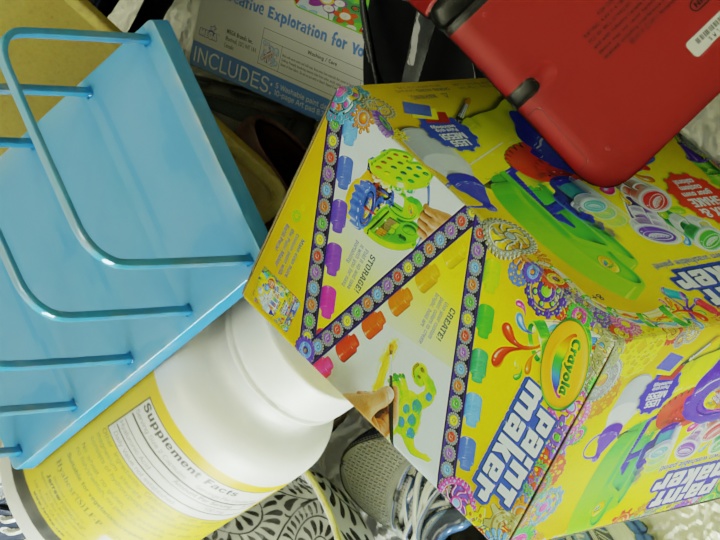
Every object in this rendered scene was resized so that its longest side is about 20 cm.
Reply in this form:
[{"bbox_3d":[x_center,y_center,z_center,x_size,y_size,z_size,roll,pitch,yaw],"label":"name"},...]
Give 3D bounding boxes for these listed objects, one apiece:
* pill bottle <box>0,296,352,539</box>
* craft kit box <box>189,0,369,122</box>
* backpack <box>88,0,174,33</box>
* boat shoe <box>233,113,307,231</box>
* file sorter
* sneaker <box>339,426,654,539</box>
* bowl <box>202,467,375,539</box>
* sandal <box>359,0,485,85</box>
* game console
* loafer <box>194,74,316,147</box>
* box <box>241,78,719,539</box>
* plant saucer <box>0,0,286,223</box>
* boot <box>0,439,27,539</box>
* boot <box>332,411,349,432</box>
[{"bbox_3d":[-0.083,0.073,1.495,0.200,0.111,0.112,-34,73,35],"label":"pill bottle"},{"bbox_3d":[0.005,-0.174,1.536,0.199,0.048,0.199,26,115,38],"label":"craft kit box"},{"bbox_3d":[-0.147,-0.217,1.549,0.191,0.154,0.201,-47,22,36],"label":"backpack"},{"bbox_3d":[0.000,0.000,1.522,0.200,0.070,0.070,38,115,9],"label":"boat shoe"},{"bbox_3d":[-0.166,-0.009,1.413,0.200,0.122,0.139,-38,69,33],"label":"file sorter"},{"bbox_3d":[0.055,0.125,1.499,0.199,0.085,0.078,20,109,41],"label":"sneaker"},{"bbox_3d":[-0.046,0.184,1.586,0.200,0.094,0.202,-6,81,44],"label":"bowl"},{"bbox_3d":[0.024,-0.137,1.465,0.076,0.043,0.202,4,98,42],"label":"sandal"},{"bbox_3d":[0.122,-0.163,1.377,0.200,0.119,0.172,-44,93,1],"label":"game console"},{"bbox_3d":[-0.104,-0.093,1.644,0.199,0.072,0.063,27,85,33],"label":"loafer"},{"bbox_3d":[0.091,0.012,1.371,0.193,0.199,0.122,43,122,30],"label":"box"},{"bbox_3d":[-0.162,-0.060,1.517,0.200,0.049,0.200,43,124,-12],"label":"plant saucer"},{"bbox_3d":[-0.192,0.126,1.681,0.091,0.073,0.200,60,160,-11],"label":"boot"},{"bbox_3d":[-0.083,0.064,1.649,0.199,0.075,0.097,30,137,32],"label":"boot"}]
